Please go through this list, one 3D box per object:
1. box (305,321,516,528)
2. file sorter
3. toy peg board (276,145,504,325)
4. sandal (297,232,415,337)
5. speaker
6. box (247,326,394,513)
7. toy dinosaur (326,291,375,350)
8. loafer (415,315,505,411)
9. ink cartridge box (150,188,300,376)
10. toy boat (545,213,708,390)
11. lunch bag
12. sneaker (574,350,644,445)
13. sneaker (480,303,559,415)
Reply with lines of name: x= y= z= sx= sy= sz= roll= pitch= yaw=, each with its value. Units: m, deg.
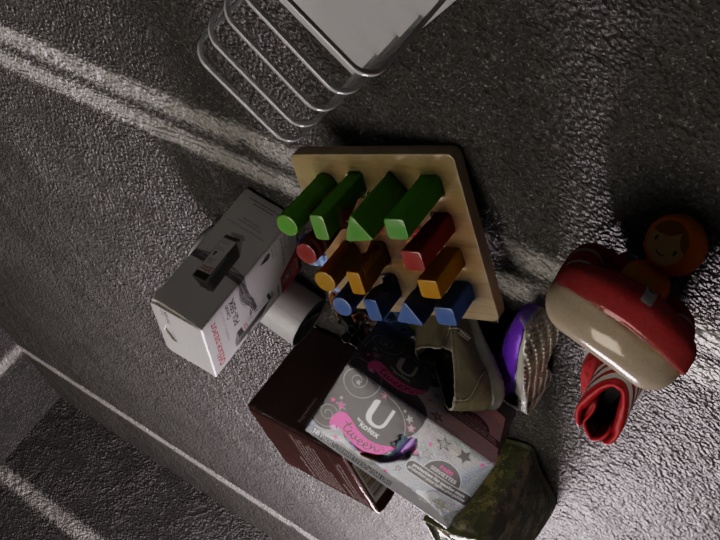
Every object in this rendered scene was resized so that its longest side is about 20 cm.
box: x=0.061 y=0.172 z=1.260 sx=0.199 sy=0.132 sz=0.115 roll=33 pitch=118 yaw=4
file sorter: x=-0.039 y=-0.210 z=0.918 sx=0.139 sy=0.125 sz=0.200 roll=44 pitch=157 yaw=-10
toy peg board: x=0.020 y=-0.016 z=1.116 sx=0.199 sy=0.098 sz=0.200 roll=4 pitch=127 yaw=35
sandal: x=0.000 y=0.000 z=1.273 sx=0.087 sy=0.080 sz=0.200 roll=-34 pitch=100 yaw=29
speaker: x=-0.149 y=0.020 z=1.560 sx=0.199 sy=0.081 sz=0.081 roll=34 pitch=157 yaw=11
box: x=-0.023 y=0.219 z=1.622 sx=0.199 sy=0.165 sz=0.166 roll=21 pitch=152 yaw=36
toy dinosaur: x=0.001 y=0.032 z=1.373 sx=0.200 sy=0.102 sz=0.136 roll=41 pitch=-176 yaw=-45
loafer: x=0.093 y=0.066 z=1.209 sx=0.201 sy=0.069 sz=0.075 roll=66 pitch=158 yaw=17
ink cartridge box: x=-0.170 y=0.018 z=1.431 sx=0.082 sy=0.200 sz=0.147 roll=30 pitch=156 yaw=17
toy boat: x=0.239 y=0.011 z=0.913 sx=0.130 sy=0.131 sz=0.200 roll=36 pitch=-161 yaw=7
lunch bag: x=0.191 y=0.350 z=1.539 sx=0.117 sy=0.164 sz=0.201 roll=12 pitch=145 yaw=37
sneaker: x=0.244 y=0.130 z=1.120 sx=0.078 sy=0.116 sz=0.201 roll=31 pitch=156 yaw=17
sneaker: x=0.162 y=0.090 z=1.231 sx=0.099 sy=0.070 sz=0.201 roll=32 pitch=155 yaw=23
